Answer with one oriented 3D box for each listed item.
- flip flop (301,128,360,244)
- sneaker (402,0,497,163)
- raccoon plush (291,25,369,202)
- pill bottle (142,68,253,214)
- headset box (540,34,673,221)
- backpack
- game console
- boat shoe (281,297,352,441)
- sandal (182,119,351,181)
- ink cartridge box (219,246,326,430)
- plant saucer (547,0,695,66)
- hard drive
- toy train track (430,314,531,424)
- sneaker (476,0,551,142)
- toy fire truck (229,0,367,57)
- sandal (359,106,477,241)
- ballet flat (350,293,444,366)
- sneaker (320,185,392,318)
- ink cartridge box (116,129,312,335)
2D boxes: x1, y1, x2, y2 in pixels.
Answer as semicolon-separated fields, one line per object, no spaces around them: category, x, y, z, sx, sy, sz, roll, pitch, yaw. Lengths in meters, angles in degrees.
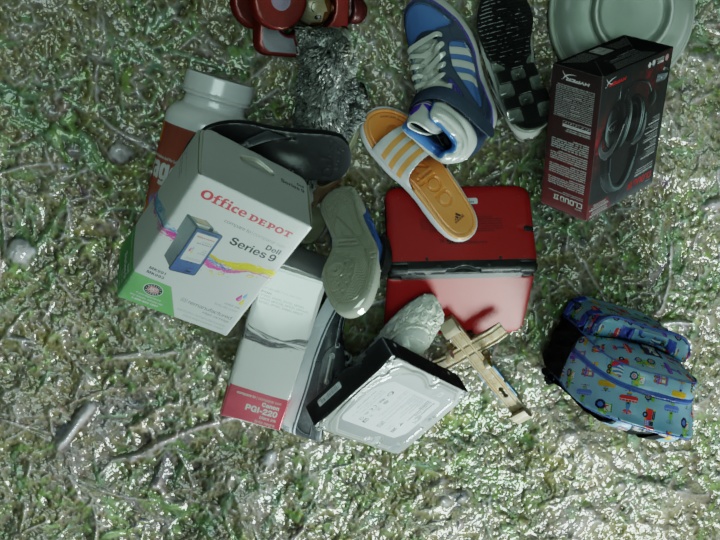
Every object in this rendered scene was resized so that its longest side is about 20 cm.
flip flop;-0.050;-0.131;1.092;0.080;0.058;0.203;24;98;-12
sneaker;0.088;-0.227;1.029;0.080;0.146;0.202;-19;104;39
raccoon plush;-0.044;-0.186;1.005;0.095;0.134;0.204;4;79;6
pill bottle;-0.196;-0.137;1.051;0.110;0.112;0.204;14;101;-8
headset box;0.300;-0.167;1.051;0.147;0.077;0.203;-25;127;-34
backpack;0.350;0.133;1.115;0.179;0.200;0.137;17;101;-8
game console;0.128;-0.013;1.157;0.196;0.119;0.176;-1;72;-5
boat shoe;-0.041;0.122;1.122;0.067;0.072;0.203;18;81;8
sandal;-0.108;-0.131;0.975;0.196;0.043;0.077;-4;118;-3
ink cartridge box;-0.108;0.077;1.089;0.083;0.146;0.203;15;102;-6
plant saucer;0.339;-0.329;1.087;0.196;0.050;0.204;-1;103;-4
hard drive;0.040;0.168;1.104;0.139;0.038;0.199;-42;142;13
toy train track;0.173;0.144;1.174;0.114;0.033;0.201;-32;112;23
sneaker;0.188;-0.257;1.084;0.073;0.089;0.204;-9;79;2
toy fire truck;-0.063;-0.359;1.023;0.165;0.112;0.204;-3;105;-24
sandal;0.086;-0.132;1.081;0.079;0.059;0.207;-41;91;-21
ballet flat;0.043;0.118;1.133;0.072;0.072;0.200;40;111;-12
sneaker;0.001;-0.001;1.041;0.076;0.202;0.112;-23;133;10
ink cartridge box;-0.165;-0.038;0.960;0.144;0.088;0.200;24;124;-29
